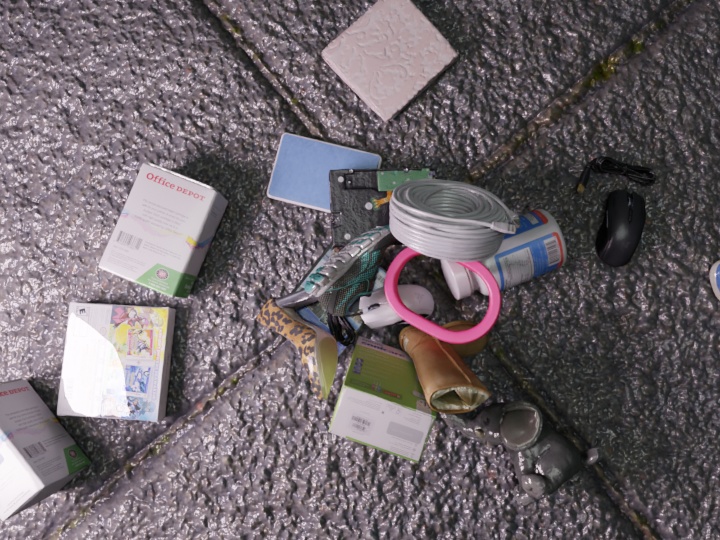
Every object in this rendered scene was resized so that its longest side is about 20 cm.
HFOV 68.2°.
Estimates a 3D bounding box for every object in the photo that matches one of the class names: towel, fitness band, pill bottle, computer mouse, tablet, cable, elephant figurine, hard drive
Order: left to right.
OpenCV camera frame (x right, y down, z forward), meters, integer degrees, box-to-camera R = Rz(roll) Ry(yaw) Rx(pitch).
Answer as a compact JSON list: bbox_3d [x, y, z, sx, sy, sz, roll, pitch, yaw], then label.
[{"bbox_3d":[-0.068,-0.178,1.007,0.198,0.014,0.132,14,84,2],"label":"tablet"},{"bbox_3d":[0.036,0.061,0.936,0.198,0.044,0.111,-12,65,-9],"label":"computer mouse"},{"bbox_3d":[0.043,-0.116,0.976,0.197,0.038,0.142,-3,85,-7],"label":"hard drive"},{"bbox_3d":[0.058,-0.414,1.023,0.200,0.032,0.191,-42,86,-3],"label":"towel"},{"bbox_3d":[0.135,0.035,0.878,0.199,0.037,0.145,27,89,20],"label":"fitness band"},{"bbox_3d":[0.145,-0.089,0.878,0.197,0.201,0.070,2,121,-4],"label":"cable"},{"bbox_3d":[0.248,-0.023,0.940,0.198,0.112,0.113,-21,84,-2],"label":"pill bottle"},{"bbox_3d":[0.266,0.278,0.908,0.154,0.142,0.201,-19,66,-30],"label":"elephant figurine"},{"bbox_3d":[0.465,-0.117,0.982,0.139,0.046,0.202,20,84,1],"label":"computer mouse"}]

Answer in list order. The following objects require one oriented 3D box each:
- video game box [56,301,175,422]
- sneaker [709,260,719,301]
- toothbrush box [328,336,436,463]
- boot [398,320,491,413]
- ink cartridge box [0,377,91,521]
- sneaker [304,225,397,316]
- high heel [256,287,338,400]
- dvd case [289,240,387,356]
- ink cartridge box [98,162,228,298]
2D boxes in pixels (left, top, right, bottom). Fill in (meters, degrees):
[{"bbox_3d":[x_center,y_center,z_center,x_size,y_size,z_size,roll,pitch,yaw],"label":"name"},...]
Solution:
[{"bbox_3d":[-0.436,0.161,0.956,0.180,0.047,0.203,4,84,3],"label":"video game box"},{"bbox_3d":[0.709,0.064,0.929,0.076,0.111,0.201,-27,84,-3],"label":"sneaker"},{"bbox_3d":[0.042,0.200,0.866,0.144,0.200,0.087,18,107,1],"label":"toothbrush box"},{"bbox_3d":[0.162,0.156,0.869,0.173,0.200,0.067,-4,110,-11],"label":"boot"},{"bbox_3d":[-0.578,0.290,0.892,0.087,0.145,0.201,-39,86,-2],"label":"ink cartridge box"},{"bbox_3d":[0.000,0.000,0.907,0.200,0.077,0.092,-39,107,-18],"label":"sneaker"},{"bbox_3d":[-0.113,0.133,0.905,0.141,0.071,0.202,-21,62,24],"label":"high heel"},{"bbox_3d":[-0.046,0.050,0.980,0.142,0.018,0.201,39,86,5],"label":"dvd case"},{"bbox_3d":[-0.347,-0.070,0.952,0.144,0.088,0.202,21,86,2],"label":"ink cartridge box"}]
